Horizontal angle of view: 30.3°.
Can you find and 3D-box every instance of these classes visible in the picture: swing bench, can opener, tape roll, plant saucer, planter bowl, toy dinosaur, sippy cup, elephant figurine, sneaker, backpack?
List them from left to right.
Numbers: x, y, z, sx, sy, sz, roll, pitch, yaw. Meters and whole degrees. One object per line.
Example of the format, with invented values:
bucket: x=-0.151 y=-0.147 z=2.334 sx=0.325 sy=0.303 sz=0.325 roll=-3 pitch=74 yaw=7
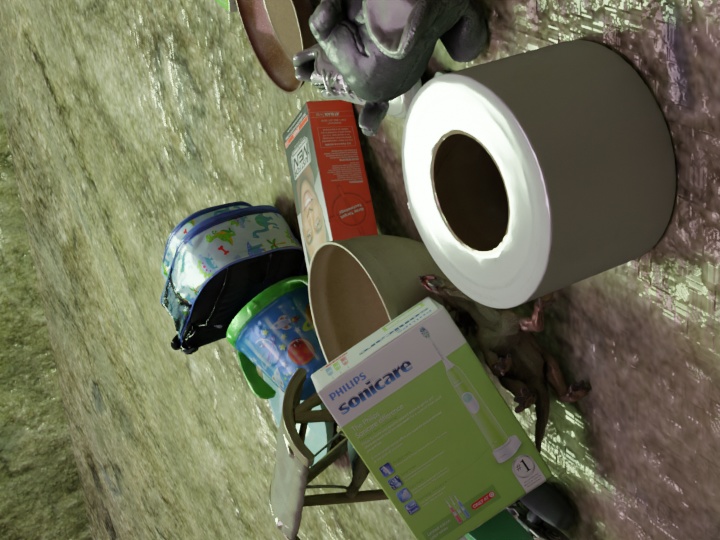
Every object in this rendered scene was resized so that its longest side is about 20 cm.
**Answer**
backpack: x=-0.180 y=-0.008 z=1.821 sx=0.147 sy=0.183 sz=0.200 roll=60 pitch=148 yaw=22
plant saucer: x=-0.099 y=-0.313 z=1.601 sx=0.200 sy=0.037 sz=0.201 roll=52 pitch=156 yaw=36
sippy cup: x=-0.089 y=0.099 z=1.779 sx=0.130 sy=0.140 sz=0.178 roll=51 pitch=162 yaw=17
plant saucer: x=-0.081 y=0.187 z=1.918 sx=0.201 sy=0.039 sz=0.201 roll=45 pitch=144 yaw=46
swing bench: x=-0.023 y=0.207 z=1.615 sx=0.130 sy=0.200 sz=0.199 roll=56 pitch=151 yaw=32
sneaker: x=-0.002 y=-0.206 z=1.439 sx=0.200 sy=0.081 sz=0.075 roll=34 pitch=134 yaw=52
planter bowl: x=0.049 y=0.048 z=1.437 sx=0.200 sy=0.135 sz=0.200 roll=44 pitch=144 yaw=46
elephant figurine: x=0.053 y=-0.249 z=1.255 sx=0.200 sy=0.142 sz=0.155 roll=-16 pitch=121 yaw=50
tape roll: x=0.144 y=0.295 z=1.414 sx=0.200 sy=0.048 sz=0.200 roll=47 pitch=170 yaw=11
toy dinosaur: x=0.149 y=0.077 z=1.322 sx=0.200 sy=0.086 sz=0.136 roll=63 pitch=168 yaw=-17
can opener: x=0.163 y=0.230 z=1.445 sx=0.200 sy=0.053 sz=0.067 roll=42 pitch=110 yaw=49
tape roll: x=0.146 y=-0.083 z=1.125 sx=0.203 sy=0.139 sz=0.203 roll=36 pitch=136 yaw=45

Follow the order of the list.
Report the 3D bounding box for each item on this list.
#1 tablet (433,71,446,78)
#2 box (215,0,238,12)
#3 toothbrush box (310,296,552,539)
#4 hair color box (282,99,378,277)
tablet: x=0.129 y=-0.107 z=1.311 sx=0.200 sy=0.014 sz=0.130 roll=41 pitch=141 yaw=49
box: x=-0.192 y=-0.452 z=1.721 sx=0.144 sy=0.036 sz=0.200 roll=43 pitch=142 yaw=47
toothbrush box: x=0.067 y=0.150 z=1.291 sx=0.200 sy=0.146 sz=0.086 roll=56 pitch=178 yaw=-10
hair color box: x=-0.035 y=-0.089 z=1.562 sx=0.102 sy=0.061 sz=0.200 roll=137 pitch=124 yaw=-63
